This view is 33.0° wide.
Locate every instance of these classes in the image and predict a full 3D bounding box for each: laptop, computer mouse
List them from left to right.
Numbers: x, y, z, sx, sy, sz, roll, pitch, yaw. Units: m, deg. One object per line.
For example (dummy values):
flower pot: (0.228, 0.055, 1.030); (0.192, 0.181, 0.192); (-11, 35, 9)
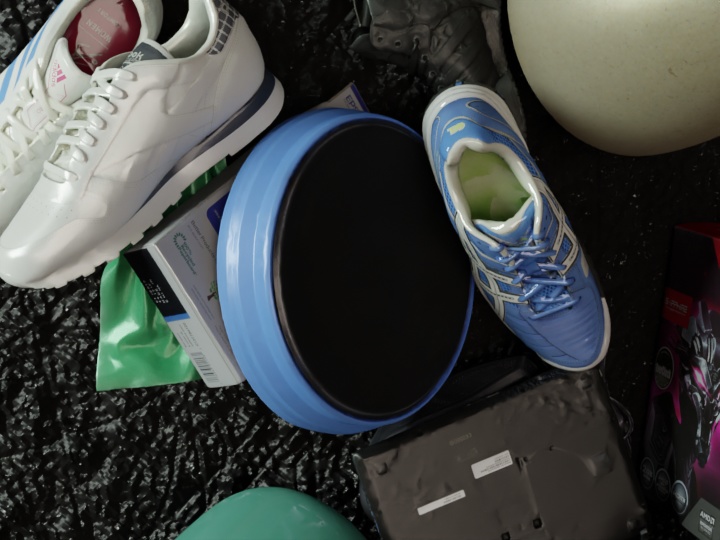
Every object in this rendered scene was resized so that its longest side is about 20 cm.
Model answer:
computer mouse: (0.085, 0.111, 0.834); (0.199, 0.053, 0.139); (-23, 116, -12)
laptop: (0.096, 0.178, 0.829); (0.177, 0.103, 0.201); (-21, 95, -13)

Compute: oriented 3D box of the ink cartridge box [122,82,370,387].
ink cartridge box: (-0.048, -0.026, 0.754); (0.200, 0.039, 0.100); (-43, 111, -38)

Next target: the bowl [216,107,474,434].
bowl: (0.000, 0.000, 0.741); (0.200, 0.039, 0.202); (3, 86, -47)

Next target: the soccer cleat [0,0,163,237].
soccer cleat: (-0.190, -0.098, 0.721); (0.070, 0.086, 0.200); (35, 93, -15)

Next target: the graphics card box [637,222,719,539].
graphics card box: (0.245, 0.075, 0.817); (0.051, 0.125, 0.201); (3, 100, -14)

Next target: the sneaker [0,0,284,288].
sneaker: (-0.136, -0.074, 0.687); (0.200, 0.076, 0.081); (-47, 134, -18)

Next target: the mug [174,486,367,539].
mug: (-0.040, 0.219, 0.768); (0.184, 0.114, 0.153); (14, 121, 27)

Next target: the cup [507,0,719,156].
cup: (0.210, -0.170, 0.733); (0.199, 0.143, 0.201); (-2, 95, -23)

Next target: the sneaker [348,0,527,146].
sneaker: (0.039, -0.144, 0.773); (0.104, 0.060, 0.201); (-11, 97, -10)

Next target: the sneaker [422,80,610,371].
sneaker: (0.093, -0.015, 0.744); (0.076, 0.077, 0.200); (-28, 108, 15)

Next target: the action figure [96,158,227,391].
action figure: (-0.118, -0.031, 0.765); (0.118, 0.055, 0.201); (-6, 95, -8)
